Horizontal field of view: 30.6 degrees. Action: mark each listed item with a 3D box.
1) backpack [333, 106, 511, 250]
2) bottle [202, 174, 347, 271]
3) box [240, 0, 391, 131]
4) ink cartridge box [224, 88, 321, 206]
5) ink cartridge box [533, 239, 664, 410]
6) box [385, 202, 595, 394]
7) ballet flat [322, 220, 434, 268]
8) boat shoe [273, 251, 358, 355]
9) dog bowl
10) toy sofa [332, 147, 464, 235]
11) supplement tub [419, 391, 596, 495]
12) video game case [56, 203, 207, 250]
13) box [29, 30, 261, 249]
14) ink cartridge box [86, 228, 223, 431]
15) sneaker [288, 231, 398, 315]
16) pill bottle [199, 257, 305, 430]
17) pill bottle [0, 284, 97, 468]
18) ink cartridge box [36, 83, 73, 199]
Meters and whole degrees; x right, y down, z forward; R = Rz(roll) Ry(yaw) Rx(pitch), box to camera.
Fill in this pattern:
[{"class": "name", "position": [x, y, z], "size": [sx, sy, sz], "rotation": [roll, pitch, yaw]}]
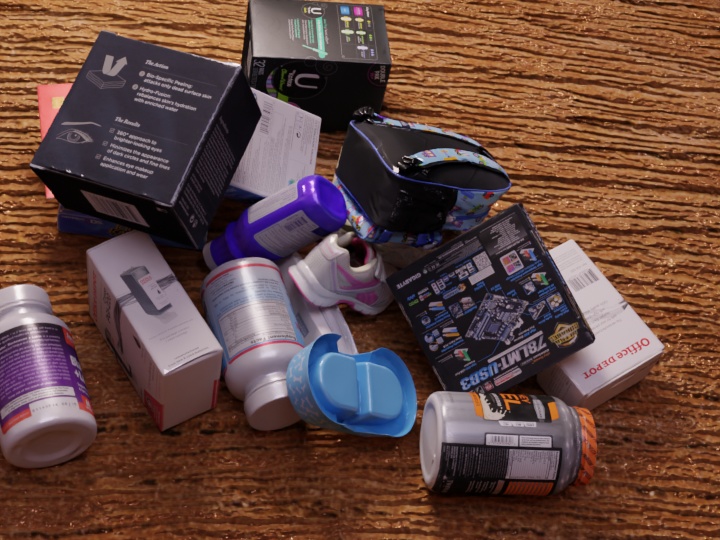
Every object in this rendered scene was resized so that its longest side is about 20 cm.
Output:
[{"class": "backpack", "position": [0.084, -0.113, 1.709], "size": [0.199, 0.135, 0.183], "rotation": [4, 30, -30]}, {"class": "bottle", "position": [-0.114, -0.053, 1.699], "size": [0.083, 0.199, 0.066], "rotation": [32, 41, -46]}, {"class": "box", "position": [-0.067, -0.294, 1.892], "size": [0.198, 0.149, 0.125], "rotation": [1, 54, -11]}, {"class": "ink cartridge box", "position": [-0.151, -0.162, 1.713], "size": [0.199, 0.076, 0.138], "rotation": [18, 74, -46]}, {"class": "ink cartridge box", "position": [0.279, 0.079, 1.743], "size": [0.146, 0.083, 0.200], "rotation": [-25, 64, -24]}, {"class": "box", "position": [0.163, 0.048, 1.659], "size": [0.199, 0.050, 0.199], "rotation": [-30, 88, 13]}, {"class": "ballet flat", "position": [0.012, -0.056, 1.795], "size": [0.199, 0.072, 0.072], "rotation": [16, 54, -1]}, {"class": "boat shoe", "position": [-0.056, 0.053, 1.708], "size": [0.068, 0.072, 0.200], "rotation": [9, 37, -41]}, {"class": "dog bowl", "position": [-0.012, 0.145, 1.598], "size": [0.199, 0.049, 0.112], "rotation": [20, 59, -46]}, {"class": "toy sofa", "position": [0.060, -0.114, 1.846], "size": [0.199, 0.098, 0.083], "rotation": [15, 78, -1]}, {"class": "supplement tub", "position": [0.179, 0.212, 1.606], "size": [0.198, 0.123, 0.123], "rotation": [4, 55, -10]}, {"class": "video game case", "position": [-0.297, -0.124, 1.791], "size": [0.198, 0.046, 0.182], "rotation": [8, 53, -6]}, {"class": "box", "position": [-0.252, -0.158, 1.576], "size": [0.195, 0.118, 0.201], "rotation": [17, 70, 18]}, {"class": "ink cartridge box", "position": [-0.253, 0.071, 1.601], "size": [0.084, 0.146, 0.200], "rotation": [-23, 62, -24]}, {"class": "sneaker", "position": [0.000, 0.000, 1.700], "size": [0.199, 0.088, 0.082], "rotation": [3, 47, -56]}, {"class": "pill bottle", "position": [-0.126, 0.092, 1.636], "size": [0.108, 0.109, 0.201], "rotation": [-10, 58, -18]}, {"class": "pill bottle", "position": [-0.388, 0.121, 1.559], "size": [0.111, 0.112, 0.201], "rotation": [-12, 59, -19]}, {"class": "ink cartridge box", "position": [-0.330, -0.186, 1.729], "size": [0.175, 0.045, 0.201], "rotation": [-3, 56, -16]}]
